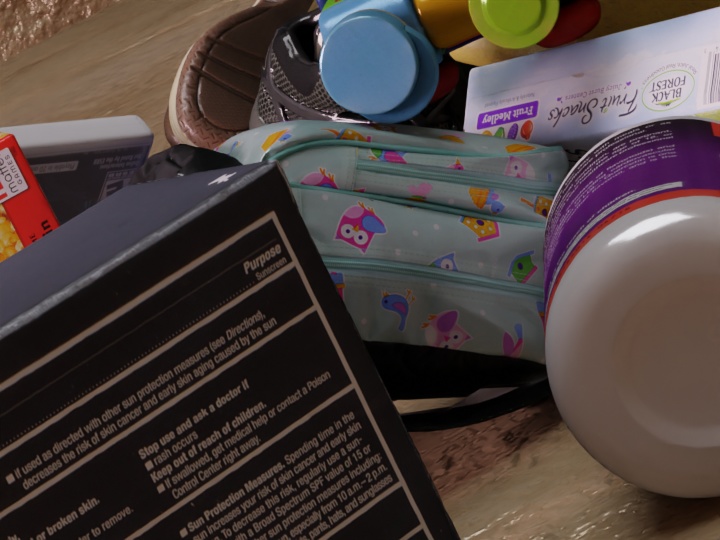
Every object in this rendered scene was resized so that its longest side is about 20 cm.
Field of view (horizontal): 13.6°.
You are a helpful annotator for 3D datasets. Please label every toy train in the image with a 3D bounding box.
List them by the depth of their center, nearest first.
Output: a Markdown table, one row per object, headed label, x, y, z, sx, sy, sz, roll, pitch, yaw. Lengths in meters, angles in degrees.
| label | x | y | z | sx | sy | sz | roll | pitch | yaw |
| --- | --- | --- | --- | --- | --- | --- | --- | --- | --- |
| toy train | 0.074 | -0.128 | 1.281 | 0.199 | 0.085 | 0.116 | -23 | 14 | 14 |

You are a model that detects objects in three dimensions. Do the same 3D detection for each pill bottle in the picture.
| label | x | y | z | sx | sy | sz | roll | pitch | yaw |
| --- | --- | --- | --- | --- | --- | --- | --- | --- | --- |
| pill bottle | 0.127 | 0.006 | 1.169 | 0.112 | 0.113 | 0.200 | -24 | 14 | 10 |

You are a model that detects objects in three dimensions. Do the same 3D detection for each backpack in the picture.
| label | x | y | z | sx | sy | sz | roll | pitch | yaw |
| --- | --- | --- | --- | --- | --- | --- | --- | --- | --- |
| backpack | 0.000 | 0.000 | 1.291 | 0.199 | 0.127 | 0.167 | 4 | 2 | -17 |

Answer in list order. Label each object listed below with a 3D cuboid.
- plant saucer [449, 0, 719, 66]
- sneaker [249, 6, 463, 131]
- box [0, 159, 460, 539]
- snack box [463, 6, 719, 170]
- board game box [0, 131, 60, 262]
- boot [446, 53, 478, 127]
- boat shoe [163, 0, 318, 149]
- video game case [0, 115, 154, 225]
| label | x | y | z | sx | sy | sz | roll | pitch | yaw |
| --- | --- | --- | --- | --- | --- | --- | --- | --- | --- |
| plant saucer | 0.167 | -0.152 | 1.387 | 0.199 | 0.201 | 0.049 | 11 | 27 | -32 |
| sneaker | 0.026 | -0.054 | 1.407 | 0.076 | 0.199 | 0.115 | -33 | -27 | -26 |
| box | -0.086 | 0.096 | 1.036 | 0.200 | 0.199 | 0.123 | -33 | 15 | -29 |
| snack box | 0.161 | -0.063 | 1.335 | 0.142 | 0.053 | 0.199 | 20 | -18 | -36 |
| board game box | -0.220 | 0.048 | 1.423 | 0.199 | 0.152 | 0.046 | -31 | 14 | -15 |
| boot | 0.100 | -0.110 | 1.496 | 0.162 | 0.199 | 0.073 | -39 | 10 | -19 |
| boat shoe | -0.047 | -0.098 | 1.563 | 0.202 | 0.075 | 0.075 | -51 | -6 | -49 |
| video game case | -0.213 | 0.007 | 1.516 | 0.199 | 0.182 | 0.023 | -8 | 44 | -39 |
